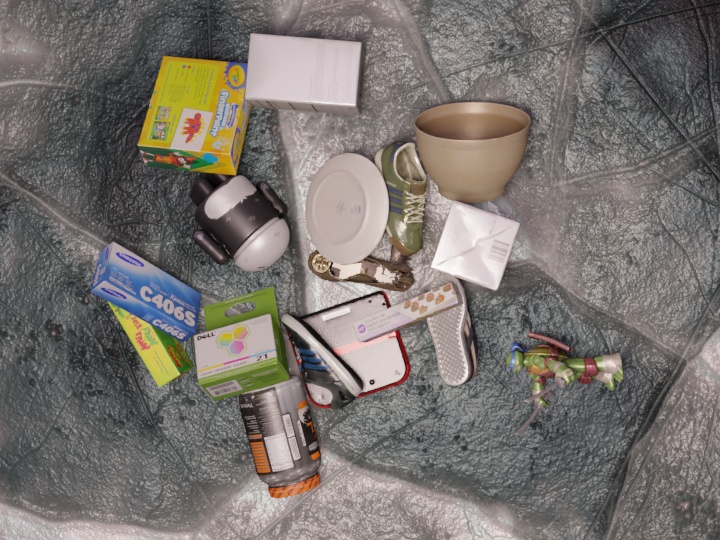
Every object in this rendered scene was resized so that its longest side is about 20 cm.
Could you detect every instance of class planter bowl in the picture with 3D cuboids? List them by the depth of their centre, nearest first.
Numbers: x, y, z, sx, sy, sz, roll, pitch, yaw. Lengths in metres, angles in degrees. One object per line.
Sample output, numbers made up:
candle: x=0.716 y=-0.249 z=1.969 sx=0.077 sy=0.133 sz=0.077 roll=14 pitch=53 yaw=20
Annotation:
planter bowl: x=0.194 y=-0.200 z=1.629 sx=0.200 sy=0.200 sz=0.135 roll=-1 pitch=118 yaw=4

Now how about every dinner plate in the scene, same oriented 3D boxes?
dinner plate: x=-0.032 y=-0.111 z=1.662 sx=0.200 sy=0.024 sz=0.201 roll=0 pitch=90 yaw=40

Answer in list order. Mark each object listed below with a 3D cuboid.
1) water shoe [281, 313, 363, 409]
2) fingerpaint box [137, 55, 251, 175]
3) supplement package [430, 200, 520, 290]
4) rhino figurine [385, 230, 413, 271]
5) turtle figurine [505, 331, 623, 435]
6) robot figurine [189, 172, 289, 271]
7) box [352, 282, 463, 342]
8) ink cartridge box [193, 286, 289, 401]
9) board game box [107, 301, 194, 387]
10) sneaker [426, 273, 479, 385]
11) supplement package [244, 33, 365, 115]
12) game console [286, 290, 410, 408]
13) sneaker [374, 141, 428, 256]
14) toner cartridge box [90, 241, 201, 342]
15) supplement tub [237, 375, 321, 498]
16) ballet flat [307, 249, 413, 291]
water shoe: x=-0.086 y=0.166 z=1.678 sx=0.079 sy=0.072 sz=0.200 roll=-45 pitch=83 yaw=3
fingerpaint box: x=-0.289 y=-0.278 z=1.669 sx=0.167 sy=0.073 sz=0.200 roll=5 pitch=63 yaw=4
supplement package: x=0.195 y=-0.044 z=1.613 sx=0.120 sy=0.200 sz=0.121 roll=19 pitch=94 yaw=4
rhino figurine: x=0.056 y=-0.091 z=1.690 sx=0.087 sy=0.060 sz=0.200 roll=-23 pitch=89 yaw=-14
turtle figurine: x=0.358 y=0.207 z=1.640 sx=0.194 sy=0.200 sz=0.144 roll=-2 pitch=126 yaw=0
robot figurine: x=-0.219 y=-0.091 z=1.684 sx=0.150 sy=0.125 sz=0.200 roll=-43 pitch=88 yaw=9
box: x=0.084 y=0.076 z=1.657 sx=0.200 sy=0.041 sz=0.039 roll=-23 pitch=76 yaw=17
ink cartridge box: x=-0.219 y=0.114 z=1.664 sx=0.148 sy=0.076 sz=0.200 roll=-16 pitch=57 yaw=5
board game box: x=-0.388 y=0.111 z=1.710 sx=0.048 sy=0.102 sz=0.200 roll=-32 pitch=89 yaw=5
sneaker: x=0.167 y=0.108 z=1.682 sx=0.078 sy=0.079 sz=0.200 roll=-7 pitch=83 yaw=22
supplement package: x=-0.097 y=-0.349 z=1.669 sx=0.200 sy=0.117 sz=0.117 roll=6 pitch=93 yaw=4
game console: x=-0.021 y=0.149 z=1.724 sx=0.200 sy=0.031 sz=0.177 roll=-19 pitch=84 yaw=4
sneaker: x=0.082 y=-0.131 z=1.624 sx=0.067 sy=0.090 sz=0.200 roll=-8 pitch=82 yaw=-34
toner cartridge box: x=-0.378 y=0.040 z=1.661 sx=0.043 sy=0.095 sz=0.200 roll=-33 pitch=129 yaw=30
supplement tub: x=-0.143 y=0.301 z=1.686 sx=0.122 sy=0.123 sz=0.200 roll=-14 pitch=91 yaw=4
ballet flat: x=0.000 y=0.000 z=1.706 sx=0.200 sy=0.046 sz=0.067 roll=14 pitch=92 yaw=4
